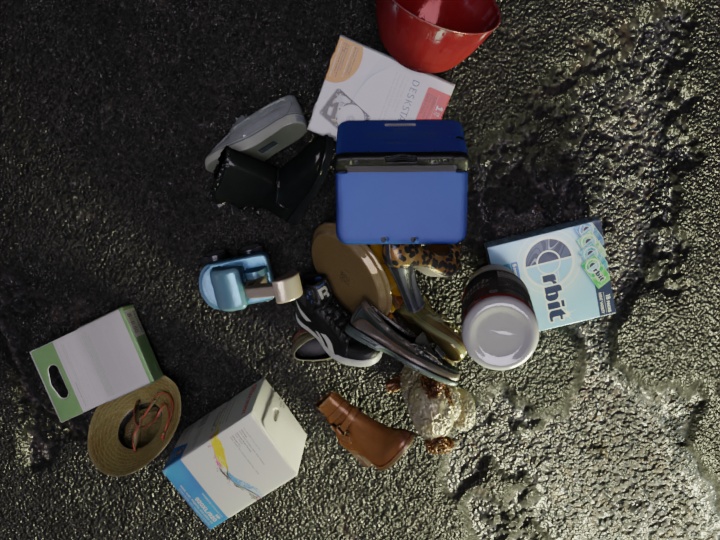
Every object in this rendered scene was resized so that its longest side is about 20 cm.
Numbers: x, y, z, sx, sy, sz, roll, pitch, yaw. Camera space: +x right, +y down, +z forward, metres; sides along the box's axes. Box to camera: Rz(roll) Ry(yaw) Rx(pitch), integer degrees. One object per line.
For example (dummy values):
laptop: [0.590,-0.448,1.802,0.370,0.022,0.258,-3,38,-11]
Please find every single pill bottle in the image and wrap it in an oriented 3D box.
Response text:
pill bottle: [0.217,0.065,1.073,0.114,0.200,0.118,2,107,7]

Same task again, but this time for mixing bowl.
mixing bowl: [0.101,-0.377,1.028,0.197,0.202,0.109,22,138,-5]

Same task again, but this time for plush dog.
plush dog: [0.121,0.217,1.171,0.157,0.172,0.204,-9,105,4]

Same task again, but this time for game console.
game console: [0.061,-0.139,1.029,0.196,0.172,0.120,0,130,1]

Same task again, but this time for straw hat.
straw hat: [-0.394,0.293,1.245,0.199,0.203,0.085,-25,144,8]

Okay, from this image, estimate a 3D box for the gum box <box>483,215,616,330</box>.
gum box: [0.331,0.012,1.180,0.196,0.045,0.173,-14,104,6]

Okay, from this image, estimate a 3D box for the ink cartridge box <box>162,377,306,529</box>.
ink cartridge box: [-0.221,0.327,1.222,0.198,0.147,0.146,-33,102,10]

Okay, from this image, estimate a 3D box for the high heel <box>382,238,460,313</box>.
high heel: [0.105,-0.048,1.094,0.070,0.201,0.144,0,127,36]

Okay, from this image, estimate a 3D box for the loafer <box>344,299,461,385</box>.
loafer: [0.074,0.113,1.058,0.197,0.072,0.064,26,92,1]

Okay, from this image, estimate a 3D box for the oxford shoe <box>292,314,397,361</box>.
oxford shoe: [-0.027,0.127,1.202,0.197,0.075,0.072,-18,104,6]

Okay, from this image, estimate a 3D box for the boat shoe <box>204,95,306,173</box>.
boat shoe: [-0.177,-0.226,1.120,0.198,0.070,0.073,-22,68,23]

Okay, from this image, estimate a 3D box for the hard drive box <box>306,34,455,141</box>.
hard drive box: [0.032,-0.268,1.098,0.197,0.077,0.158,21,105,-4]

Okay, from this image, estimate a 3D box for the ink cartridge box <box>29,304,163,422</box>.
ink cartridge box: [-0.479,0.169,1.226,0.197,0.048,0.148,-24,92,9]

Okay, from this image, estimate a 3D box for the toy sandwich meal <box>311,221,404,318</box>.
toy sandwich meal: [0.000,0.000,1.127,0.070,0.204,0.207,-36,104,-30]

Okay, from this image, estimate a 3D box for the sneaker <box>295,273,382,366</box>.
sneaker: [-0.048,0.075,1.127,0.073,0.199,0.113,-36,137,-30]

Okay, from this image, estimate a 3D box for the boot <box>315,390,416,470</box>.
boot: [0.000,0.274,1.195,0.155,0.074,0.200,50,144,-3]

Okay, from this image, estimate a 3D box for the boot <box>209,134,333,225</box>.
boot: [-0.148,-0.160,1.090,0.160,0.074,0.199,17,137,-19]

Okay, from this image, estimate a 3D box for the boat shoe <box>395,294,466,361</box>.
boat shoe: [0.126,0.088,1.123,0.063,0.200,0.073,-41,111,-7]

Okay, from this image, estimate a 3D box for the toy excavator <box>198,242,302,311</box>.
toy excavator: [-0.183,0.025,1.115,0.191,0.200,0.102,-11,105,4]
